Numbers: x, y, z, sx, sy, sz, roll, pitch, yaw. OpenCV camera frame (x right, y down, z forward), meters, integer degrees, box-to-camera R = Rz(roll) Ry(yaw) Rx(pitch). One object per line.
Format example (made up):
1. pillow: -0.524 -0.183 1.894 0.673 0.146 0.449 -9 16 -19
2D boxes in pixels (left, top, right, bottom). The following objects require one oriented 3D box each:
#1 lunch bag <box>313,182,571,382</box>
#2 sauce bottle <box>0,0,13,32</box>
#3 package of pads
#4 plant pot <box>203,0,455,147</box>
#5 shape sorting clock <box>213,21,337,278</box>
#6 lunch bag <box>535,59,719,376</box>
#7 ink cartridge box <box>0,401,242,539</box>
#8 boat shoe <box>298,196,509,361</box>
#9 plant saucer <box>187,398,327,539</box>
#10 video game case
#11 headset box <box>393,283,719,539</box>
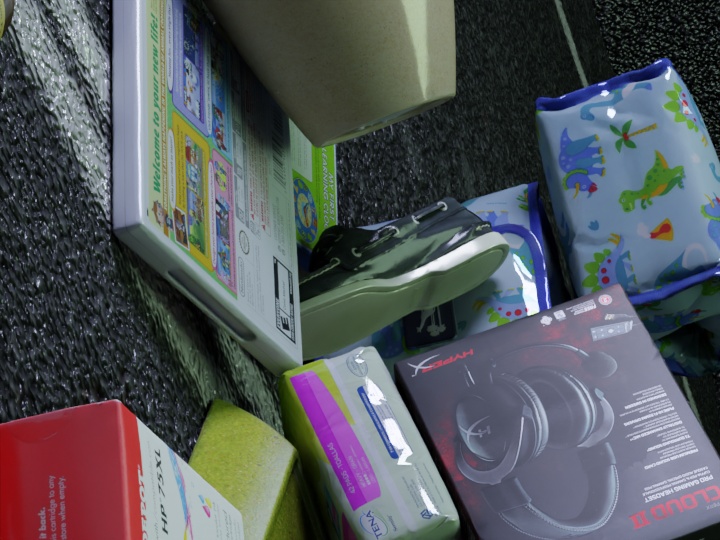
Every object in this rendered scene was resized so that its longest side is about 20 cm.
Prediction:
1. lunch bag: 0.056 0.036 1.767 0.200 0.170 0.128 -84 157 -62
2. sauce bottle: -0.185 -0.109 1.093 0.200 0.065 0.065 -77 151 -67
3. package of pads: 0.012 0.159 1.540 0.200 0.068 0.155 81 -15 -47
4. plant pot: -0.018 -0.184 1.572 0.187 0.187 0.200 -15 84 -77
5. shape sorting clock: -0.059 -0.075 1.681 0.200 0.039 0.200 40 44 -54
6. lunch bag: 0.203 -0.027 1.802 0.200 0.127 0.170 41 35 -65
7. ink cartridge box: -0.112 0.137 1.150 0.200 0.067 0.116 52 28 -61
8. boat shoe: 0.001 -0.001 1.652 0.066 0.199 0.075 55 -29 22
9. plant saucer: -0.048 0.195 1.451 0.200 0.048 0.200 -72 147 -66
10. video game case: -0.090 -0.062 1.511 0.182 0.022 0.200 45 33 -48
11. headset box: 0.124 0.123 1.483 0.077 0.149 0.200 81 -13 -50
